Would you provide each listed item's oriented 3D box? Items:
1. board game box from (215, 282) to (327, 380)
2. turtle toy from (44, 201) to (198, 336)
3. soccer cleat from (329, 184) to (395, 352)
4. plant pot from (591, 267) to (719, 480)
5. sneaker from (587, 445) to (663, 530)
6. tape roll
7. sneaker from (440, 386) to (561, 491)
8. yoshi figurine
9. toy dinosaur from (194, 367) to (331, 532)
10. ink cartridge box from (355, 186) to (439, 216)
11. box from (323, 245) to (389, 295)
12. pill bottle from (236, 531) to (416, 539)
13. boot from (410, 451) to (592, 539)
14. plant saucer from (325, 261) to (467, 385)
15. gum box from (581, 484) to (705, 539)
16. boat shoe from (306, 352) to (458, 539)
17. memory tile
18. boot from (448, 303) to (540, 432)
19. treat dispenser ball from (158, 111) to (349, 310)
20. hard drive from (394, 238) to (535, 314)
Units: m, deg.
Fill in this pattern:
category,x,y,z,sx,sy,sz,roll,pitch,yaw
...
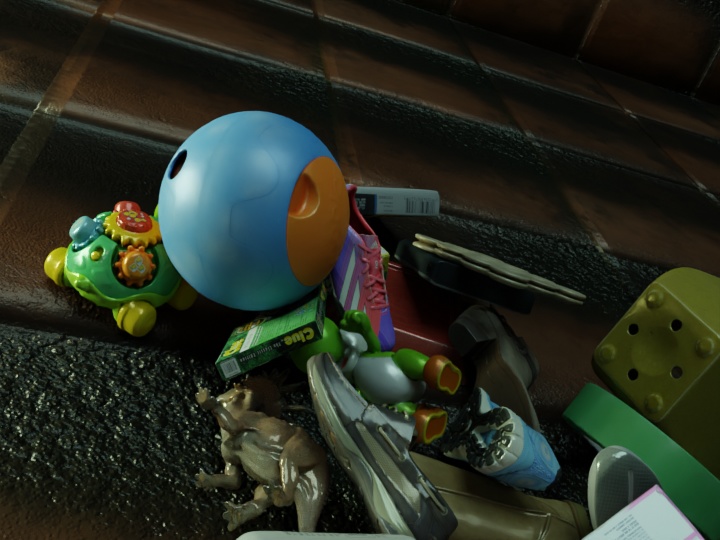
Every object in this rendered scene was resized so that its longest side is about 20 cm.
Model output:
category,x,y,z,sx,sy,sz,roll,pitch,yaw
board game box,-0.086,0.055,0.828,0.103,0.024,0.200,-21,10,3
turtle toy,-0.245,-0.024,0.896,0.144,0.102,0.200,30,31,15
soccer cleat,0.000,0.000,0.923,0.068,0.072,0.203,-14,79,-62
plant pot,0.386,0.113,0.930,0.198,0.197,0.195,23,22,-41
sneaker,0.243,0.227,0.746,0.070,0.202,0.081,-28,33,0
tape roll,0.301,0.201,0.831,0.200,0.048,0.200,41,-2,2
sneaker,0.142,0.181,0.805,0.089,0.079,0.200,34,-1,-6
yoshi figurine,-0.002,0.103,0.841,0.197,0.114,0.112,20,47,34
toy dinosaur,-0.076,0.162,0.731,0.200,0.087,0.135,43,29,23
ink cartridge box,-0.020,-0.100,1.187,0.195,0.048,0.198,-4,4,-38
box,-0.075,-0.011,1.004,0.196,0.049,0.117,-9,33,-28
pill bottle,-0.051,0.247,0.570,0.196,0.116,0.115,9,31,-21
boot,0.121,0.251,0.731,0.196,0.067,0.176,18,18,-7
plant saucer,0.050,0.047,1.040,0.196,0.037,0.201,18,31,-6
gum box,0.170,0.257,0.609,0.198,0.114,0.066,-28,58,-18
boat shoe,0.017,0.158,0.708,0.072,0.075,0.202,-25,72,-15
memory tile,0.168,-0.002,0.994,0.151,0.017,0.199,15,8,-35
boot,0.180,0.128,0.963,0.145,0.070,0.203,7,53,-57
treat dispenser ball,-0.109,-0.061,0.830,0.197,0.204,0.202,16,30,-9
hard drive,0.132,0.004,1.062,0.137,0.034,0.200,18,7,-13
